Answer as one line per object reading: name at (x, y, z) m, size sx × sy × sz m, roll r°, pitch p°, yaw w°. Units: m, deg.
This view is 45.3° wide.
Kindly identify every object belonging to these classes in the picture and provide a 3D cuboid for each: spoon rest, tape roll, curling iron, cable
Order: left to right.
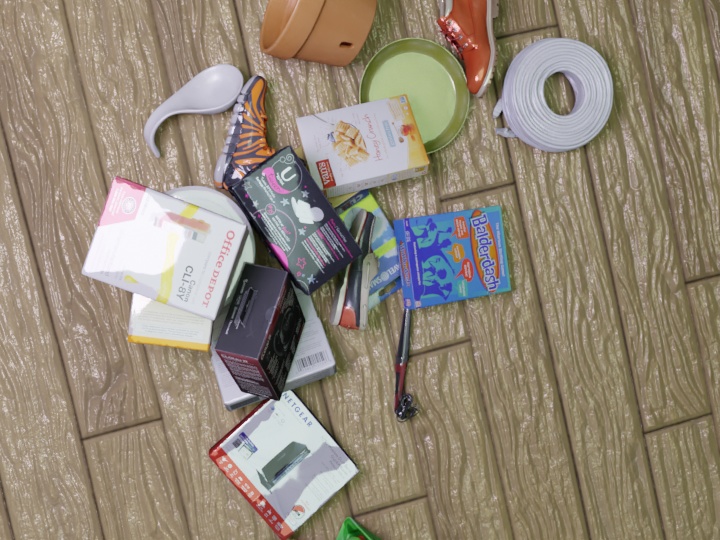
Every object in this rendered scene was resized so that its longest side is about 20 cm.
spoon rest at (-0.281, -0.274, 1.438) m, size 0.199 × 0.061 × 0.100 m, roll -39°, pitch 57°, yaw -3°
tape roll at (-0.271, -0.033, 1.415) m, size 0.199 × 0.139 × 0.207 m, roll 0°, pitch 91°, yaw -7°
curling iron at (0.082, 0.166, 1.522) m, size 0.049 × 0.025 × 0.204 m, roll 0°, pitch 87°, yaw 30°
cable at (0.349, -0.312, 1.526) m, size 0.197 × 0.069 × 0.203 m, roll 18°, pitch 89°, yaw -8°

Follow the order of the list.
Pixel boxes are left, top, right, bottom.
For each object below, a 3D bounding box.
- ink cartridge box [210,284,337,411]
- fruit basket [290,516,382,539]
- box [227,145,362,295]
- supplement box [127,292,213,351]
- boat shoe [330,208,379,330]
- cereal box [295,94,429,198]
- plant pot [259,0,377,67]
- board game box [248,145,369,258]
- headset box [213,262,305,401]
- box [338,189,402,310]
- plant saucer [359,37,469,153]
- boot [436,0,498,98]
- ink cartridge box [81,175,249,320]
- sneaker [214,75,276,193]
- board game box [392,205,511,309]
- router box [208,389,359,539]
ink cartridge box at (-0.159, 0.124, 1.475) m, size 0.197 × 0.044 × 0.176 m, roll -19°, pitch 63°, yaw -7°
fruit basket at (-0.049, 0.528, 1.467) m, size 0.212 × 0.155 × 0.220 m, roll -4°, pitch 100°, yaw -24°
box at (-0.104, -0.080, 1.349) m, size 0.114 × 0.132 × 0.201 m, roll -35°, pitch 101°, yaw -7°
supplement box at (-0.277, 0.012, 1.308) m, size 0.124 × 0.074 × 0.204 m, roll 8°, pitch 91°, yaw -7°
boat shoe at (0.000, 0.000, 1.440) m, size 0.061 × 0.071 × 0.204 m, roll 12°, pitch 94°, yaw -10°
cereal box at (0.002, -0.207, 1.438) m, size 0.196 × 0.040 × 0.146 m, roll -14°, pitch 67°, yaw -8°
plant pot at (-0.064, -0.426, 1.417) m, size 0.138 × 0.199 × 0.203 m, roll 20°, pitch 89°, yaw -24°
board game box at (-0.102, -0.131, 1.460) m, size 0.198 × 0.035 × 0.136 m, roll -33°, pitch 70°, yaw -5°
headset box at (-0.154, 0.095, 1.352) m, size 0.076 × 0.201 × 0.151 m, roll 10°, pitch 65°, yaw 13°
box at (0.004, -0.041, 1.499) m, size 0.121 × 0.048 × 0.202 m, roll -33°, pitch 95°, yaw -5°
plant saucer at (0.092, -0.302, 1.511) m, size 0.196 × 0.031 × 0.204 m, roll 0°, pitch 91°, yaw -9°
boot at (0.181, -0.396, 1.491) m, size 0.105 × 0.075 × 0.204 m, roll 4°, pitch 76°, yaw -14°
ink cartridge box at (-0.273, -0.030, 1.228) m, size 0.197 × 0.083 × 0.148 m, roll 20°, pitch 89°, yaw -6°
sneaker at (-0.163, -0.218, 1.442) m, size 0.110 × 0.078 × 0.203 m, roll 16°, pitch 89°, yaw 7°
board game box at (0.161, -0.025, 1.495) m, size 0.197 × 0.045 × 0.155 m, roll -10°, pitch 93°, yaw -25°
router box at (-0.132, 0.327, 1.488) m, size 0.179 × 0.049 × 0.201 m, roll -41°, pitch 96°, yaw -5°
